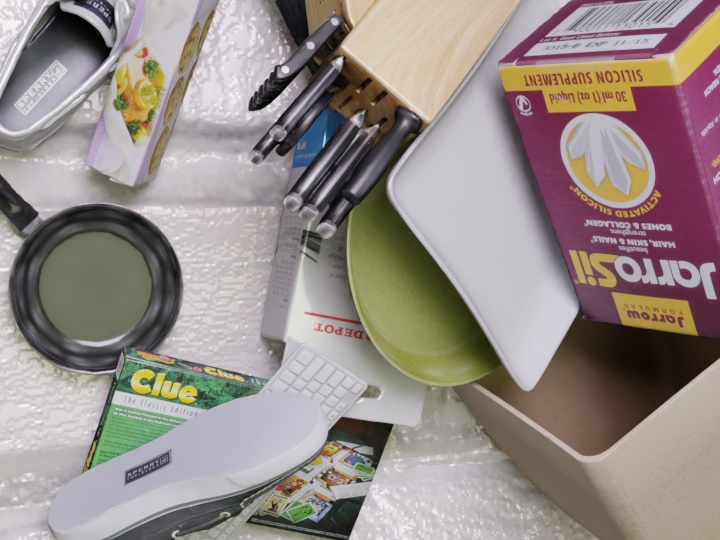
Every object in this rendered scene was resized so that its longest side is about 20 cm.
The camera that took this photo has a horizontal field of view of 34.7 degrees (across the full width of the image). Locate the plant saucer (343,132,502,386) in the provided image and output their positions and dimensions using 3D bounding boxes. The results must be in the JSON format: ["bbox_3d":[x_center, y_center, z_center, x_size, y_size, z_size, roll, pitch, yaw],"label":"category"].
[{"bbox_3d":[0.060,-0.023,0.779,0.199,0.031,0.201,-6,99,-39],"label":"plant saucer"}]

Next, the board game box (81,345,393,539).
[{"bbox_3d":[-0.083,0.124,0.805,0.199,0.023,0.105,16,106,-21],"label":"board game box"}]

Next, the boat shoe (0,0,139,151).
[{"bbox_3d":[-0.171,-0.160,0.746,0.073,0.065,0.201,33,83,-18],"label":"boat shoe"}]

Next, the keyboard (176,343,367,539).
[{"bbox_3d":[-0.078,0.132,0.781,0.056,0.011,0.200,32,109,-27],"label":"keyboard"}]

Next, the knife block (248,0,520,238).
[{"bbox_3d":[0.029,-0.113,0.690,0.199,0.064,0.177,-5,81,-23],"label":"knife block"}]

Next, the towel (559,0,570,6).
[{"bbox_3d":[0.137,-0.160,0.835,0.171,0.048,0.200,-41,127,-10],"label":"towel"}]

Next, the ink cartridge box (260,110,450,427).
[{"bbox_3d":[0.000,0.000,0.816,0.115,0.068,0.201,12,89,-20],"label":"ink cartridge box"}]

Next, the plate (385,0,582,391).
[{"bbox_3d":[0.105,-0.056,0.765,0.200,0.032,0.200,-55,128,-26],"label":"plate"}]

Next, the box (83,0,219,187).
[{"bbox_3d":[-0.123,-0.152,0.738,0.039,0.041,0.201,25,106,5],"label":"box"}]

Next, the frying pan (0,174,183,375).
[{"bbox_3d":[-0.209,-0.003,0.760,0.189,0.031,0.116,24,87,-18],"label":"frying pan"}]

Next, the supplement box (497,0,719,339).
[{"bbox_3d":[0.190,-0.068,0.735,0.103,0.130,0.201,-42,121,-32],"label":"supplement box"}]

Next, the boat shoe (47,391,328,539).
[{"bbox_3d":[-0.106,0.138,0.747,0.199,0.069,0.057,-22,126,13],"label":"boat shoe"}]

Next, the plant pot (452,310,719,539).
[{"bbox_3d":[0.208,0.104,0.838,0.199,0.200,0.178,-35,118,-14],"label":"plant pot"}]

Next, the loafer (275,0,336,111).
[{"bbox_3d":[-0.028,-0.194,0.783,0.068,0.070,0.201,-43,133,-29],"label":"loafer"}]
